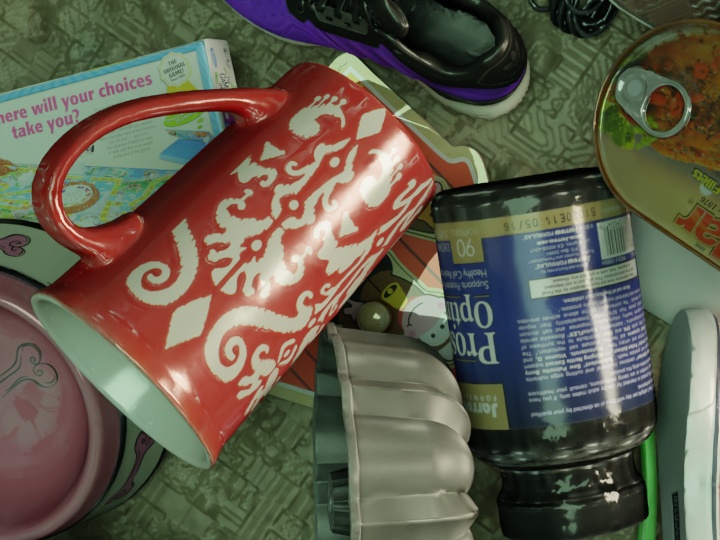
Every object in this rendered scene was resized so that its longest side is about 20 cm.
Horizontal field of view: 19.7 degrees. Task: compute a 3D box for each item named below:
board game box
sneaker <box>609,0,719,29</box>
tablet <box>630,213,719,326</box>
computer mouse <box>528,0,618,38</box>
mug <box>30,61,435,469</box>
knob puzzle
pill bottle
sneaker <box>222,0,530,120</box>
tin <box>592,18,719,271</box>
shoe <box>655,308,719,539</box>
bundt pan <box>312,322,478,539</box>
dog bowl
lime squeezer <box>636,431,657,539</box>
[{"bbox_3d":[-0.161,-0.051,1.245,0.200,0.034,0.135,-12,90,21],"label":"board game box"},{"bbox_3d":[0.219,-0.141,1.172,0.200,0.085,0.073,39,117,-15],"label":"sneaker"},{"bbox_3d":[0.230,-0.040,1.158,0.130,0.014,0.200,30,122,8],"label":"tablet"},{"bbox_3d":[0.063,-0.222,1.204,0.200,0.053,0.139,14,96,10],"label":"computer mouse"},{"bbox_3d":[-0.067,-0.020,1.114,0.133,0.178,0.200,33,70,33],"label":"mug"},{"bbox_3d":[0.000,0.000,1.236,0.219,0.030,0.220,0,92,11],"label":"knob puzzle"},{"bbox_3d":[0.108,0.047,1.173,0.112,0.112,0.200,-8,94,11],"label":"pill bottle"},{"bbox_3d":[0.006,-0.157,1.188,0.200,0.100,0.070,22,84,7],"label":"sneaker"},{"bbox_3d":[0.210,-0.053,1.087,0.200,0.042,0.112,39,105,32],"label":"tin"},{"bbox_3d":[0.221,0.122,1.174,0.091,0.071,0.200,1,79,-7],"label":"shoe"},{"bbox_3d":[0.019,0.129,1.160,0.076,0.202,0.202,-1,92,-8],"label":"bundt pan"},{"bbox_3d":[-0.216,0.075,1.230,0.200,0.074,0.200,6,110,16],"label":"dog bowl"},{"bbox_3d":[0.197,0.189,1.209,0.071,0.038,0.200,-33,84,-21],"label":"lime squeezer"}]
